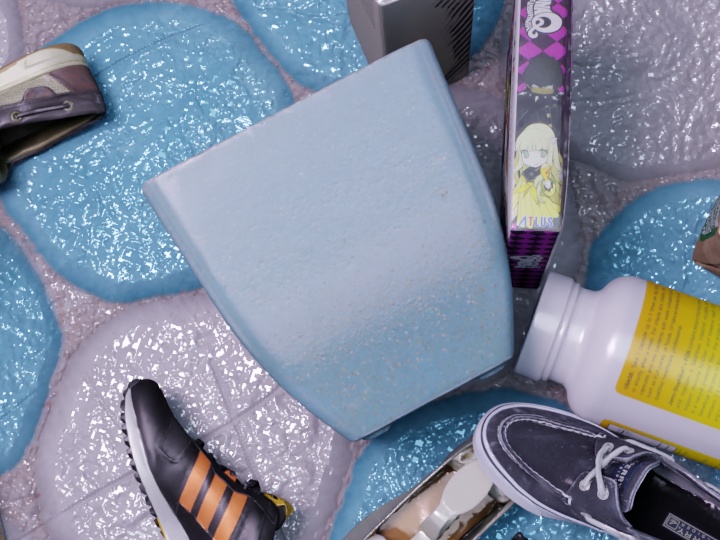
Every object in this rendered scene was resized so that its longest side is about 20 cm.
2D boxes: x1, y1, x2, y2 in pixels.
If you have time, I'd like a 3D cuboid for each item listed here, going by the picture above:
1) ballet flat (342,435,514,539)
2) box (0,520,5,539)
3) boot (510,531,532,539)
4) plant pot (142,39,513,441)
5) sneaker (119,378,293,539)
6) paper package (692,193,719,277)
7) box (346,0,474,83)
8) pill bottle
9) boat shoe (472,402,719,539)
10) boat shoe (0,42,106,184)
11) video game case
[{"bbox_3d":[0.038,0.179,0.887,0.200,0.064,0.067,-44,80,-4],"label":"ballet flat"},{"bbox_3d":[-0.343,0.162,0.922,0.158,0.048,0.200,-18,79,-1],"label":"box"},{"bbox_3d":[0.173,0.208,0.871,0.154,0.073,0.204,32,82,11],"label":"boot"},{"bbox_3d":[0.000,0.000,0.863,0.196,0.196,0.200,-27,85,-2],"label":"plant pot"},{"bbox_3d":[-0.096,0.159,0.901,0.090,0.070,0.200,-21,83,-6],"label":"sneaker"},{"bbox_3d":[0.357,-0.053,0.889,0.190,0.103,0.200,31,84,10],"label":"paper package"},{"bbox_3d":[0.031,-0.185,0.883,0.068,0.200,0.082,-24,80,-1],"label":"box"},{"bbox_3d":[0.209,0.067,0.876,0.200,0.104,0.104,20,82,6],"label":"pill bottle"},{"bbox_3d":[0.163,0.137,0.824,0.200,0.068,0.072,31,69,16],"label":"boat shoe"},{"bbox_3d":[-0.279,-0.092,0.951,0.200,0.073,0.065,-33,74,-3],"label":"boat shoe"},{"bbox_3d":[0.113,-0.093,0.862,0.036,0.200,0.182,3,81,5],"label":"video game case"}]
